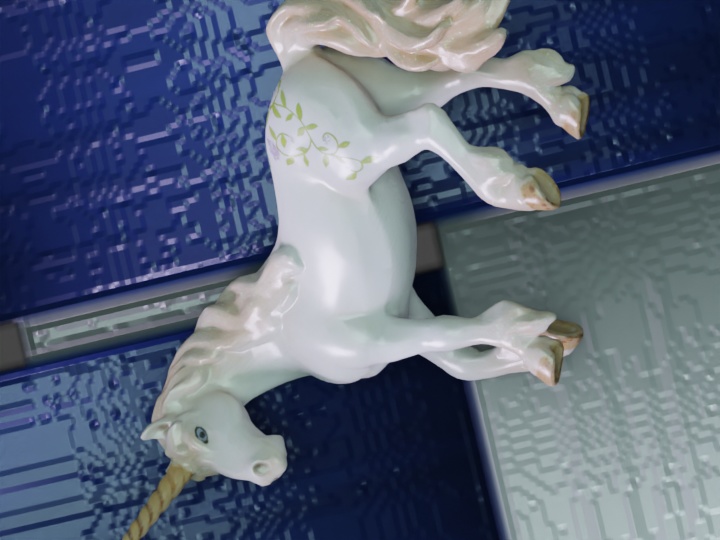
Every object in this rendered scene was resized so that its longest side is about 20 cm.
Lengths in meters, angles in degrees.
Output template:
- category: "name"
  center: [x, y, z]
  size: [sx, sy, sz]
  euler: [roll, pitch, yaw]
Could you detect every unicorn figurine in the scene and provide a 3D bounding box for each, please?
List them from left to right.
- category: "unicorn figurine"
  center: [0.000, 0.000, 0.891]
  size: [0.136, 0.074, 0.201]
  euler: [7, 101, 15]
